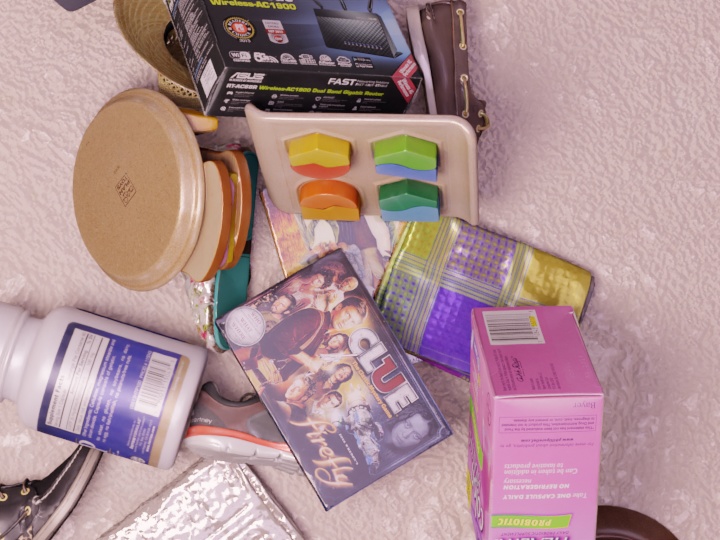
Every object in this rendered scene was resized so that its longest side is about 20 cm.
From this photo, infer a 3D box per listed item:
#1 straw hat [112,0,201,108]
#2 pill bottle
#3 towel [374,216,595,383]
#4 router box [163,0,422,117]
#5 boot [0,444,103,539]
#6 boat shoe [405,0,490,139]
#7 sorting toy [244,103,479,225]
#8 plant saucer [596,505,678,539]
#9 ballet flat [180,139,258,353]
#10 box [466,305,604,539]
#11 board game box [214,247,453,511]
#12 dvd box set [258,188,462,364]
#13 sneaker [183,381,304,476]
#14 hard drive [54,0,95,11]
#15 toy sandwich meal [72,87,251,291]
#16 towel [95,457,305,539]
[{"bbox_3d":[-0.144,-0.195,1.636,0.201,0.201,0.085,29,133,-3],"label":"straw hat"},{"bbox_3d":[-0.251,0.099,1.631,0.200,0.120,0.120,18,91,-2],"label":"pill bottle"},{"bbox_3d":[0.117,0.034,1.670,0.200,0.023,0.144,23,84,-12],"label":"towel"},{"bbox_3d":[-0.061,-0.207,1.583,0.200,0.062,0.150,0,50,-29],"label":"router box"},{"bbox_3d":[-0.349,0.207,1.656,0.151,0.073,0.200,38,95,-3],"label":"boot"},{"bbox_3d":[0.089,-0.155,1.662,0.059,0.072,0.200,-12,86,0],"label":"boat shoe"},{"bbox_3d":[0.004,-0.085,1.564,0.200,0.185,0.036,6,67,7],"label":"sorting toy"},{"bbox_3d":[0.233,0.327,1.700,0.200,0.034,0.200,0,92,-3],"label":"plant saucer"},{"bbox_3d":[-0.136,-0.023,1.667,0.064,0.076,0.200,6,87,28],"label":"ballet flat"},{"bbox_3d":[0.152,0.157,1.590,0.097,0.176,0.200,-2,115,-2],"label":"box"},{"bbox_3d":[-0.025,0.098,1.610,0.135,0.035,0.200,-31,84,-8],"label":"board game box"},{"bbox_3d":[0.000,0.000,1.681,0.146,0.029,0.200,-15,92,-3],"label":"dvd box set"},{"bbox_3d":[-0.062,0.144,1.656,0.200,0.077,0.082,13,71,-20],"label":"sneaker"},{"bbox_3d":[-0.204,-0.310,1.619,0.200,0.135,0.042,-33,118,-3],"label":"hard drive"},{"bbox_3d":[-0.184,-0.073,1.623,0.070,0.205,0.205,-3,92,-45],"label":"toy sandwich meal"},{"bbox_3d":[-0.163,0.268,1.682,0.200,0.034,0.133,-36,91,-2],"label":"towel"}]
